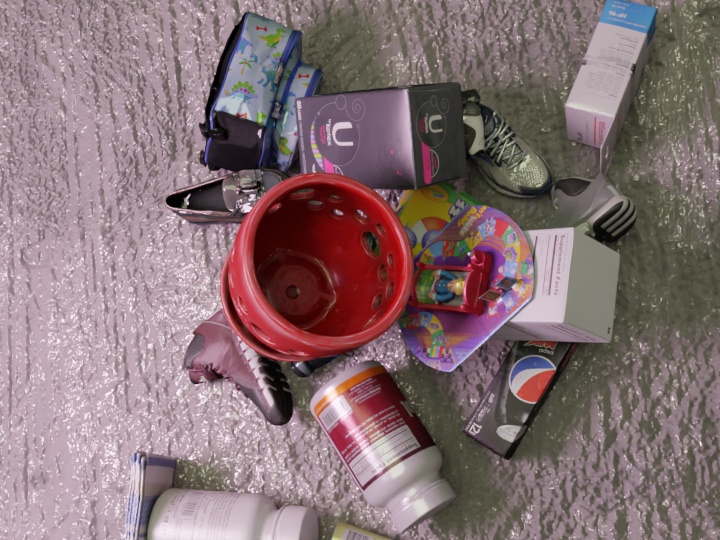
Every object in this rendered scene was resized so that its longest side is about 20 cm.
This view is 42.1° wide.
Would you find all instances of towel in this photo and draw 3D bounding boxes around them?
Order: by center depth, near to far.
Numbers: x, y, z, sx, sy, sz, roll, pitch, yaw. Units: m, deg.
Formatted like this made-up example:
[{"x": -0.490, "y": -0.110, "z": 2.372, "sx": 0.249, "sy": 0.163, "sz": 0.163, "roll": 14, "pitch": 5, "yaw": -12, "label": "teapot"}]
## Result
[{"x": -0.277, "y": 0.336, "z": 1.213, "sx": 0.024, "sy": 0.147, "sz": 0.201, "roll": 2, "pitch": 77, "yaw": 6, "label": "towel"}]

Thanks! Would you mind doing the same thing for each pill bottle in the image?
[{"x": 0.031, "y": 0.223, "z": 1.184, "sx": 0.113, "sy": 0.113, "sz": 0.200, "roll": -35, "pitch": 71, "yaw": 3, "label": "pill bottle"}, {"x": -0.161, "y": 0.343, "z": 1.200, "sx": 0.199, "sy": 0.114, "sz": 0.115, "roll": 0, "pitch": 76, "yaw": 14, "label": "pill bottle"}]

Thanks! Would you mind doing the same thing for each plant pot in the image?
[{"x": -0.059, "y": 0.008, "z": 1.089, "sx": 0.200, "sy": 0.182, "sz": 0.201, "roll": 5, "pitch": 74, "yaw": -17, "label": "plant pot"}]

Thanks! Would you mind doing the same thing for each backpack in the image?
[{"x": -0.133, "y": -0.242, "z": 1.313, "sx": 0.147, "sy": 0.183, "sz": 0.200, "roll": 15, "pitch": 76, "yaw": -6, "label": "backpack"}]

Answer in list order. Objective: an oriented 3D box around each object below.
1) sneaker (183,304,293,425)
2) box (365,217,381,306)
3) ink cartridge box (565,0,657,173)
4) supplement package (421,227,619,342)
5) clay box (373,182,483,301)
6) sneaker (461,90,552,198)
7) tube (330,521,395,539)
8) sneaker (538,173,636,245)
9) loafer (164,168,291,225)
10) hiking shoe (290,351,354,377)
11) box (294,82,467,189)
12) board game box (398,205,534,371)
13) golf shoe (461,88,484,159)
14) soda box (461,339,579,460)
[{"x": -0.174, "y": 0.146, "z": 1.283, "sx": 0.115, "sy": 0.076, "sz": 0.200, "roll": -33, "pitch": 60, "yaw": 9, "label": "sneaker"}, {"x": 0.000, "y": 0.000, "z": 1.232, "sx": 0.200, "sy": 0.040, "sz": 0.137, "roll": -5, "pitch": 77, "yaw": -20, "label": "box"}, {"x": 0.320, "y": -0.236, "z": 1.227, "sx": 0.068, "sy": 0.116, "sz": 0.200, "roll": 20, "pitch": 81, "yaw": 19, "label": "ink cartridge box"}, {"x": 0.190, "y": 0.021, "z": 1.116, "sx": 0.200, "sy": 0.114, "sz": 0.110, "roll": -2, "pitch": 74, "yaw": 43, "label": "supplement package"}, {"x": 0.091, "y": -0.037, "z": 1.225, "sx": 0.115, "sy": 0.048, "sz": 0.200, "roll": 32, "pitch": 69, "yaw": -10, "label": "clay box"}, {"x": 0.174, "y": -0.173, "z": 1.264, "sx": 0.200, "sy": 0.085, "sz": 0.077, "roll": 42, "pitch": 89, "yaw": 19, "label": "sneaker"}, {"x": 0.057, "y": 0.375, "z": 1.176, "sx": 0.200, "sy": 0.052, "sz": 0.058, "roll": 16, "pitch": 122, "yaw": 14, "label": "tube"}, {"x": 0.258, "y": -0.052, "z": 1.231, "sx": 0.200, "sy": 0.075, "sz": 0.116, "roll": -37, "pitch": 43, "yaw": 17, "label": "sneaker"}, {"x": -0.186, "y": -0.100, "z": 1.298, "sx": 0.200, "sy": 0.063, "sz": 0.072, "roll": -9, "pitch": 78, "yaw": 33, "label": "loafer"}, {"x": -0.087, "y": 0.041, "z": 1.259, "sx": 0.087, "sy": 0.074, "sz": 0.200, "roll": -26, "pitch": 106, "yaw": -3, "label": "hiking shoe"}, {"x": 0.023, "y": -0.169, "z": 1.187, "sx": 0.200, "sy": 0.106, "sz": 0.123, "roll": 5, "pitch": 105, "yaw": 44, "label": "box"}, {"x": 0.105, "y": 0.014, "z": 1.089, "sx": 0.200, "sy": 0.039, "sz": 0.158, "roll": -45, "pitch": 50, "yaw": 23, "label": "board game box"}, {"x": 0.090, "y": -0.169, "z": 1.251, "sx": 0.078, "sy": 0.200, "sz": 0.095, "roll": -19, "pitch": 91, "yaw": -31, "label": "golf shoe"}, {"x": 0.209, "y": 0.137, "z": 1.182, "sx": 0.063, "sy": 0.071, "sz": 0.200, "roll": 30, "pitch": 84, "yaw": 20, "label": "soda box"}]
